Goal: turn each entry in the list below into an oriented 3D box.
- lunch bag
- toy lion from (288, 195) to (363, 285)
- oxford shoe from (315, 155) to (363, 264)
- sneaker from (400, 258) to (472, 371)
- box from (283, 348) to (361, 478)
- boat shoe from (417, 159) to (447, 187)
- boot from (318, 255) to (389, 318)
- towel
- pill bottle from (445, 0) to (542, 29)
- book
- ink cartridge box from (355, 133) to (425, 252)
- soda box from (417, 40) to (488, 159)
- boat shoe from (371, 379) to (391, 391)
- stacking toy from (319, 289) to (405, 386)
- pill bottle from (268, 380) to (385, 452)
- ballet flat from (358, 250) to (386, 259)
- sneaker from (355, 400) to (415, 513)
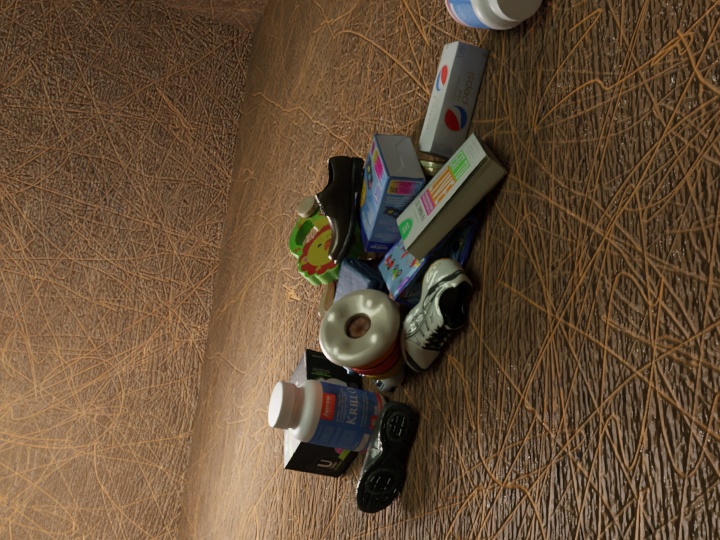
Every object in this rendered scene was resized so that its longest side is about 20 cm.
[{"bbox_3d":[0.124,-0.045,1.536,0.201,0.093,0.151,-62,19,15],"label":"lunch bag"},{"bbox_3d":[-0.069,-0.058,1.777,0.199,0.069,0.193,1,56,44],"label":"toy lion"},{"bbox_3d":[-0.048,-0.113,1.668,0.073,0.084,0.202,176,99,-74],"label":"oxford shoe"},{"bbox_3d":[0.123,0.084,1.453,0.088,0.075,0.202,-131,50,-57],"label":"sneaker"},{"bbox_3d":[-0.077,0.290,1.820,0.201,0.123,0.149,-94,24,-44],"label":"box"},{"bbox_3d":[0.119,-0.163,1.651,0.200,0.073,0.067,180,96,-78],"label":"boat shoe"},{"bbox_3d":[0.000,0.000,1.750,0.166,0.072,0.201,-23,42,34],"label":"boot"},{"bbox_3d":[-0.009,0.083,1.641,0.111,0.048,0.202,38,126,42],"label":"towel"},{"bbox_3d":[0.220,-0.453,1.474,0.200,0.111,0.113,-130,56,-67],"label":"pill bottle"},{"bbox_3d":[0.143,-0.124,1.485,0.200,0.048,0.134,-49,22,16],"label":"book"},{"bbox_3d":[0.045,-0.126,1.637,0.137,0.076,0.201,-105,23,-46],"label":"ink cartridge box"},{"bbox_3d":[0.164,-0.302,1.611,0.068,0.063,0.202,-153,77,-71],"label":"soda box"},{"bbox_3d":[0.007,0.152,1.715,0.201,0.090,0.071,-105,34,-55],"label":"boat shoe"},{"bbox_3d":[0.029,0.139,1.562,0.145,0.200,0.147,-14,52,18],"label":"stacking toy"},{"bbox_3d":[-0.062,0.263,1.647,0.112,0.198,0.113,-167,90,-71],"label":"pill bottle"},{"bbox_3d":[0.047,-0.052,1.771,0.064,0.067,0.201,-87,21,-49],"label":"ballet flat"},{"bbox_3d":[0.042,0.320,1.556,0.091,0.075,0.202,-157,88,-81],"label":"sneaker"}]
